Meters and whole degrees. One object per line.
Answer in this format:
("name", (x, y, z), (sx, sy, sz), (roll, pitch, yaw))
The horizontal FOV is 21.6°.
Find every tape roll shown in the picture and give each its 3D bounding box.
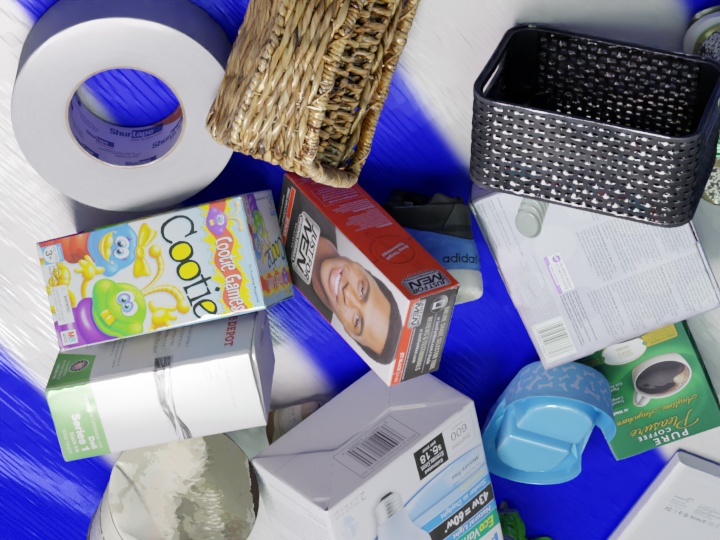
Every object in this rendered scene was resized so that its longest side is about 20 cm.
("tape roll", (-0.205, -0.151, 1.662), (0.199, 0.066, 0.201), (-2, 127, -2))

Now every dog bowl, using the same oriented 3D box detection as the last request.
("dog bowl", (0.184, 0.150, 1.876), (0.111, 0.050, 0.200), (16, 148, -8))

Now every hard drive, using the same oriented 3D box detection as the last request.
("hard drive", (0.345, 0.288, 2.044), (0.131, 0.025, 0.201), (21, 123, -17))

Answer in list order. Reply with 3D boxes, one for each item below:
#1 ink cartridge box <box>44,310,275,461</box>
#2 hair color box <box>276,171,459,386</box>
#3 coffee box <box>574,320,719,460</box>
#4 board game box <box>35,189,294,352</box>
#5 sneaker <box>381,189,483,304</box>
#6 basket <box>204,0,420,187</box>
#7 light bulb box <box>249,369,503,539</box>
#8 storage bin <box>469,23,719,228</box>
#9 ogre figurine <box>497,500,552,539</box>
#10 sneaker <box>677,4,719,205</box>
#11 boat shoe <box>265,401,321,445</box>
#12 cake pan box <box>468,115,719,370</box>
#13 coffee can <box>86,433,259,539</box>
("ink cartridge box", (-0.185, 0.098, 1.793), (0.199, 0.146, 0.085), (-10, 113, 6))
("hair color box", (0.000, 0.000, 1.703), (0.061, 0.200, 0.102), (-16, 135, -33))
("coffee box", (0.276, 0.093, 1.882), (0.122, 0.044, 0.201), (-22, 124, 13))
("board game box", (-0.176, -0.001, 1.719), (0.199, 0.105, 0.104), (-12, 93, 14))
("sneaker", (0.036, -0.015, 1.779), (0.076, 0.112, 0.199), (4, 166, -37))
("basket", (-0.022, -0.175, 1.564), (0.148, 0.143, 0.201), (20, 93, -16))
("light bulb box", (0.020, 0.229, 1.869), (0.198, 0.125, 0.201), (-35, 131, -24))
("storage bin", (0.203, -0.126, 1.622), (0.199, 0.135, 0.094), (13, 130, 17))
("ogre figurine", (0.166, 0.338, 2.015), (0.098, 0.120, 0.200), (-24, 123, 20))
("sneaker", (0.321, -0.132, 1.685), (0.076, 0.089, 0.201), (-7, 127, 2))
("boat shoe", (-0.031, 0.218, 1.948), (0.065, 0.072, 0.201), (-18, 120, 13))
("cake pan box", (0.222, -0.020, 1.761), (0.183, 0.052, 0.201), (-22, 110, 15))
("coffee can", (-0.188, 0.248, 1.864), (0.145, 0.147, 0.200), (10, 156, -10))
